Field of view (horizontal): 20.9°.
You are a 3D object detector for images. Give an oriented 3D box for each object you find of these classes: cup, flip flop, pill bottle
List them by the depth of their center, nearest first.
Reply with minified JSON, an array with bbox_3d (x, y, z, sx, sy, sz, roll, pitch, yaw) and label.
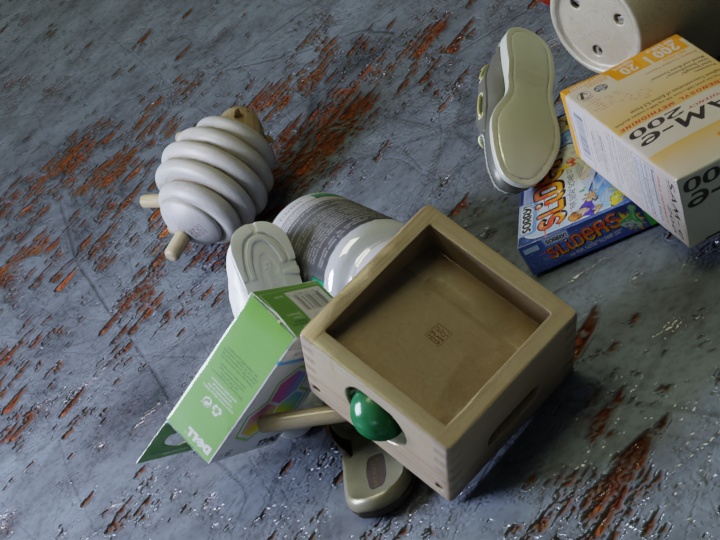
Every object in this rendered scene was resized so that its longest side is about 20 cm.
[{"bbox_3d":[0.001,0.131,1.649,0.081,0.058,0.200,-30,29,13],"label":"flip flop"},{"bbox_3d":[0.255,-0.257,1.788,0.143,0.201,0.200,-39,25,-31],"label":"cup"},{"bbox_3d":[0.000,0.000,1.795,0.113,0.113,0.200,-42,27,-12],"label":"pill bottle"}]

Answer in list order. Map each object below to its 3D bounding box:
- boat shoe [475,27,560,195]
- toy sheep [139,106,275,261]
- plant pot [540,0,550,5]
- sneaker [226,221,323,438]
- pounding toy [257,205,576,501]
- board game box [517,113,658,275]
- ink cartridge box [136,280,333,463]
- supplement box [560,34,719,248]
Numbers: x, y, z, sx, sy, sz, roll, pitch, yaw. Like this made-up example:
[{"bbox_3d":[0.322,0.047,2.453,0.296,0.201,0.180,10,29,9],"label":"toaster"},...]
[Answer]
[{"bbox_3d":[0.143,-0.140,1.830,0.060,0.072,0.202,-50,24,43],"label":"boat shoe"},{"bbox_3d":[-0.162,-0.093,2.114,0.138,0.138,0.201,-2,57,47],"label":"toy sheep"},{"bbox_3d":[0.266,-0.435,2.108,0.199,0.200,0.176,-16,22,32],"label":"plant pot"},{"bbox_3d":[-0.079,0.059,1.780,0.076,0.201,0.081,-5,-18,-20],"label":"sneaker"},{"bbox_3d":[0.040,0.082,1.573,0.184,0.142,0.200,37,69,22],"label":"pounding toy"},{"bbox_3d":[0.212,-0.089,1.779,0.135,0.035,0.200,-24,29,21],"label":"board game box"},{"bbox_3d":[-0.096,0.105,1.665,0.200,0.059,0.104,-55,-21,23],"label":"ink cartridge box"},{"bbox_3d":[0.274,-0.114,1.654,0.126,0.074,0.200,-27,35,-11],"label":"supplement box"}]
